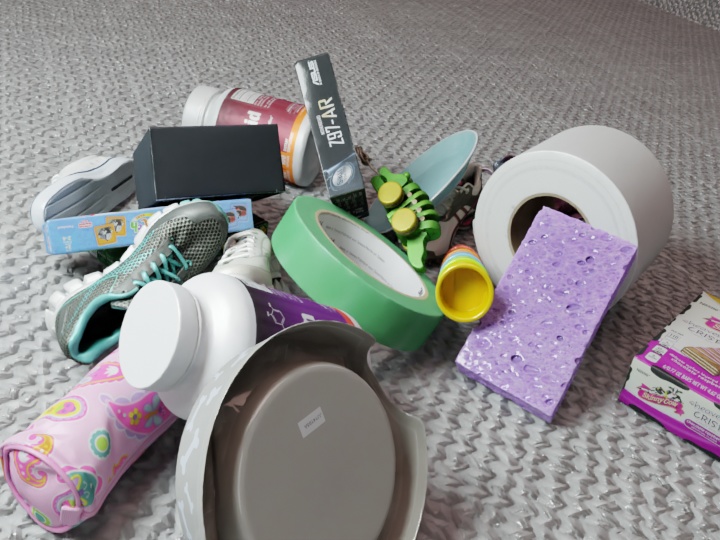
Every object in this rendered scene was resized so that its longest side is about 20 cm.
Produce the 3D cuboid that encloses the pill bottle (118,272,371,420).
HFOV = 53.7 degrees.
[{"bbox_3d":[-0.088,0.069,0.577,0.198,0.114,0.112,20,16,-47],"label":"pill bottle"}]

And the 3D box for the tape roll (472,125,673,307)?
[{"bbox_3d":[0.253,-0.058,0.848,0.200,0.206,0.138,28,36,28],"label":"tape roll"}]

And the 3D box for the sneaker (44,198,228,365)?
[{"bbox_3d":[-0.198,0.016,0.657,0.199,0.078,0.091,-40,33,-4],"label":"sneaker"}]

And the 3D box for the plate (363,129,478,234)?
[{"bbox_3d":[0.082,-0.109,0.944,0.026,0.199,0.201,45,27,-18],"label":"plate"}]

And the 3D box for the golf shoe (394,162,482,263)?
[{"bbox_3d":[0.107,-0.080,0.955,0.076,0.090,0.200,24,36,20],"label":"golf shoe"}]

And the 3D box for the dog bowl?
[{"bbox_3d":[-0.038,0.138,0.492,0.058,0.204,0.198,-9,13,45],"label":"dog bowl"}]

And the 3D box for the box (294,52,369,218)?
[{"bbox_3d":[-0.031,-0.155,0.888,0.043,0.164,0.200,-15,-4,1],"label":"box"}]

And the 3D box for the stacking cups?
[{"bbox_3d":[0.120,0.006,0.805,0.059,0.062,0.200,13,12,7],"label":"stacking cups"}]

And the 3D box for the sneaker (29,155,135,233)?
[{"bbox_3d":[-0.353,-0.093,0.885,0.069,0.075,0.200,5,22,11],"label":"sneaker"}]

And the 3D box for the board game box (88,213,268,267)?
[{"bbox_3d":[-0.218,-0.042,0.871,0.104,0.024,0.199,31,38,28],"label":"board game box"}]

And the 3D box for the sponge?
[{"bbox_3d":[0.192,0.039,0.733,0.110,0.030,0.202,25,74,27],"label":"sponge"}]

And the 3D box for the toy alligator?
[{"bbox_3d":[0.050,-0.087,0.834,0.053,0.059,0.202,-27,57,5],"label":"toy alligator"}]

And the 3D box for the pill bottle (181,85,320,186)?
[{"bbox_3d":[-0.156,-0.204,1.055,0.196,0.116,0.115,16,32,12],"label":"pill bottle"}]

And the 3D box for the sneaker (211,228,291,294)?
[{"bbox_3d":[-0.115,0.000,0.698,0.073,0.083,0.200,-8,-1,0],"label":"sneaker"}]

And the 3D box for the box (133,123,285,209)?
[{"bbox_3d":[-0.182,-0.115,0.822,0.138,0.081,0.199,-9,5,-22],"label":"box"}]

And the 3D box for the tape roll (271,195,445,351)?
[{"bbox_3d":[0.000,0.000,0.753,0.198,0.049,0.201,33,17,-12],"label":"tape roll"}]

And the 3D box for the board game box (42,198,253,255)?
[{"bbox_3d":[-0.230,-0.047,0.759,0.196,0.037,0.151,-10,6,-25],"label":"board game box"}]

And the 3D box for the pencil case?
[{"bbox_3d":[-0.191,0.113,0.579,0.086,0.089,0.200,19,32,16],"label":"pencil case"}]

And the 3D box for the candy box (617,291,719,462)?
[{"bbox_3d":[0.382,0.108,0.754,0.135,0.062,0.198,31,38,32],"label":"candy box"}]

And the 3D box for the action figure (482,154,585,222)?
[{"bbox_3d":[0.288,-0.102,1.059,0.196,0.137,0.148,4,-13,-31],"label":"action figure"}]
